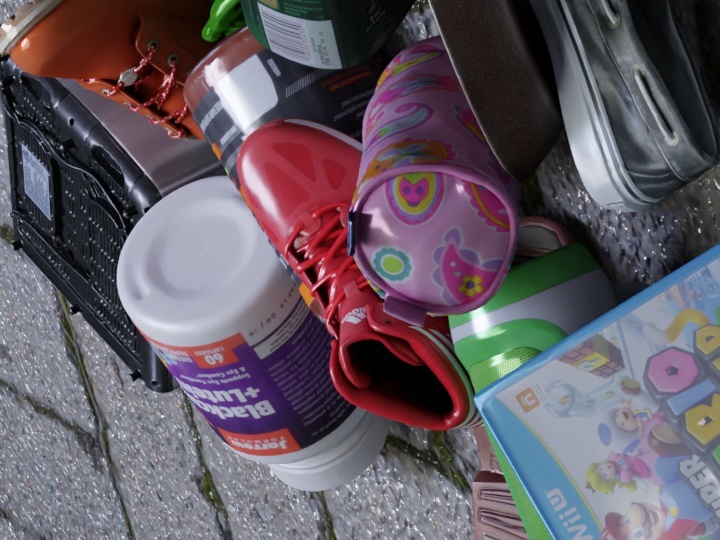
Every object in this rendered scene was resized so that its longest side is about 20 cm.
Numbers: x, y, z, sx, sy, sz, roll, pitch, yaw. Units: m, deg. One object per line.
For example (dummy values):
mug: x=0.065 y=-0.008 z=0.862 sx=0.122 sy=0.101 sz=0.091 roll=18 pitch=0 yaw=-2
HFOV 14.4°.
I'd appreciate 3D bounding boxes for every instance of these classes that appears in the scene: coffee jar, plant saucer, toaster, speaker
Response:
coffee jar: x=-0.026 y=-0.195 z=1.393 sx=0.085 sy=0.105 sz=0.200 roll=23 pitch=155 yaw=23
plant saucer: x=0.058 y=-0.141 z=1.329 sx=0.200 sy=0.034 sz=0.201 roll=-18 pitch=-90 yaw=-80
toaster: x=-0.137 y=-0.058 z=1.767 sx=0.181 sy=0.118 sz=0.201 roll=43 pitch=148 yaw=33
speaker: x=0.111 y=0.092 z=1.381 sx=0.088 sy=0.088 sz=0.201 roll=-27 pitch=85 yaw=64

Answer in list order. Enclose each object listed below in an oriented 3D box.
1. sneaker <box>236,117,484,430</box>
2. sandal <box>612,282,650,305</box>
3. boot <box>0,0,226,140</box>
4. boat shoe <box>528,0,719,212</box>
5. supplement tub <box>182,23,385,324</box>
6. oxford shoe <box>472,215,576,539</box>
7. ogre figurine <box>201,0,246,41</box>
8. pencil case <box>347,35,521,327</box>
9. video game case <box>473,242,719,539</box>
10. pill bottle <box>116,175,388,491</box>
sneaker: x=0.000 y=0.000 z=1.437 sx=0.200 sy=0.115 sz=0.078 roll=43 pitch=106 yaw=11
sandal: x=0.142 y=0.095 z=1.457 sx=0.079 sy=0.059 sz=0.208 roll=27 pitch=123 yaw=37
boot: x=-0.124 y=-0.122 z=1.621 sx=0.075 sy=0.200 sz=0.108 roll=-40 pitch=75 yaw=29
boat shoe: x=0.119 y=-0.130 z=1.296 sx=0.071 sy=0.072 sz=0.201 roll=-20 pitch=86 yaw=32
supplement tub: x=-0.006 y=-0.044 z=1.554 sx=0.201 sy=0.107 sz=0.107 roll=58 pitch=154 yaw=9
oxford shoe: x=0.098 y=0.066 z=1.514 sx=0.070 sy=0.075 sz=0.201 roll=11 pitch=107 yaw=30
ogre figurine: x=-0.096 y=-0.206 z=1.579 sx=0.098 sy=0.200 sz=0.120 roll=-36 pitch=65 yaw=20
pencil case: x=0.038 y=-0.047 z=1.388 sx=0.200 sy=0.087 sz=0.088 roll=-81 pitch=-23 yaw=-66
video game case: x=0.167 y=0.070 z=1.300 sx=0.200 sy=0.018 sz=0.144 roll=-33 pitch=84 yaw=22
pill bottle: x=-0.055 y=0.045 z=1.678 sx=0.111 sy=0.111 sz=0.200 roll=38 pitch=167 yaw=41
